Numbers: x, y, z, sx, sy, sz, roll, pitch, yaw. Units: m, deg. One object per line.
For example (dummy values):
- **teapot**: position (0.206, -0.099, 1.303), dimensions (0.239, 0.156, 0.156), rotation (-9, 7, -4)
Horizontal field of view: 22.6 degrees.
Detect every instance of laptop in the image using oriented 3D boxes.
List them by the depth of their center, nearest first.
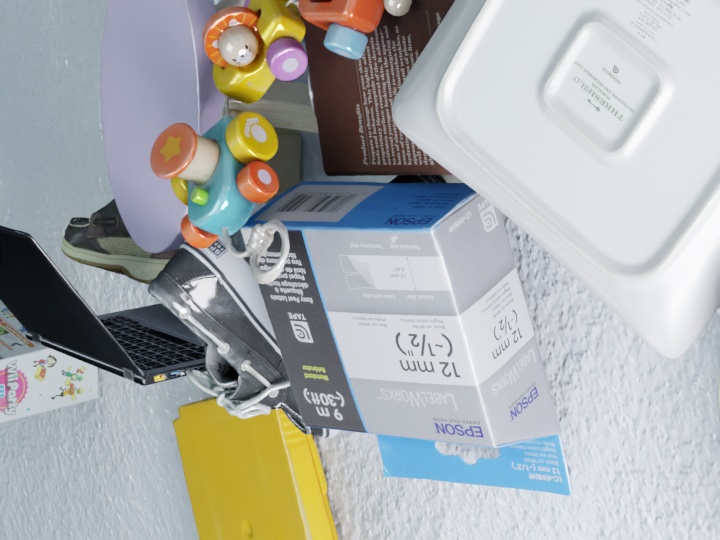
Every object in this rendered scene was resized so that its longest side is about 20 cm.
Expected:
- **laptop**: position (-0.176, 0.004, 1.266), dimensions (0.187, 0.199, 0.117), rotation (15, 111, 54)

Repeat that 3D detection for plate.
- **plate**: position (0.120, -0.088, 0.847), dimensions (0.199, 0.032, 0.200), rotation (43, 122, 18)

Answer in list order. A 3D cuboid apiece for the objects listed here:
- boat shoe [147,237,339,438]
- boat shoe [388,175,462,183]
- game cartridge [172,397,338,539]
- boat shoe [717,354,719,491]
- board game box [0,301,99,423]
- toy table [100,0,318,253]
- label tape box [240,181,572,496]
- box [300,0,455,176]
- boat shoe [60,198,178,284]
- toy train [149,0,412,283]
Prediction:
- **boat shoe**: position (-0.073, 0.058, 1.169), dimensions (0.073, 0.068, 0.200), rotation (34, 163, 39)
- **boat shoe**: position (0.000, 0.000, 1.120), dimensions (0.200, 0.062, 0.075), rotation (-41, 69, 55)
- **game cartridge**: position (-0.071, 0.188, 1.334), dimensions (0.176, 0.032, 0.201), rotation (-16, 86, 58)
- **boat shoe**: position (0.197, 0.092, 0.856), dimensions (0.072, 0.062, 0.201), rotation (18, 118, 53)
- **board game box**: position (-0.346, 0.081, 1.548), dimensions (0.147, 0.199, 0.065), rotation (29, 125, 49)
- **toy table**: position (-0.089, -0.117, 1.160), dimensions (0.184, 0.117, 0.201), rotation (47, 137, 38)
- **label tape box**: position (0.028, 0.051, 1.031), dimensions (0.143, 0.066, 0.201), rotation (2, 116, 40)
- **box**: position (0.053, -0.105, 0.992), dimensions (0.200, 0.075, 0.101), rotation (5, 106, 54)
- **boat shoe**: position (-0.165, -0.029, 1.361), dimensions (0.201, 0.071, 0.066), rotation (14, 98, 57)
- **toy train**: position (-0.054, -0.101, 0.993), dimensions (0.150, 0.055, 0.201), rotation (22, 90, 57)
